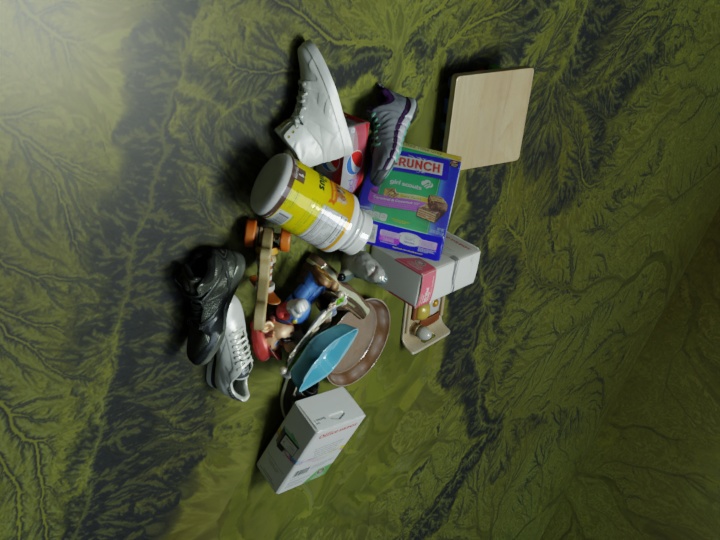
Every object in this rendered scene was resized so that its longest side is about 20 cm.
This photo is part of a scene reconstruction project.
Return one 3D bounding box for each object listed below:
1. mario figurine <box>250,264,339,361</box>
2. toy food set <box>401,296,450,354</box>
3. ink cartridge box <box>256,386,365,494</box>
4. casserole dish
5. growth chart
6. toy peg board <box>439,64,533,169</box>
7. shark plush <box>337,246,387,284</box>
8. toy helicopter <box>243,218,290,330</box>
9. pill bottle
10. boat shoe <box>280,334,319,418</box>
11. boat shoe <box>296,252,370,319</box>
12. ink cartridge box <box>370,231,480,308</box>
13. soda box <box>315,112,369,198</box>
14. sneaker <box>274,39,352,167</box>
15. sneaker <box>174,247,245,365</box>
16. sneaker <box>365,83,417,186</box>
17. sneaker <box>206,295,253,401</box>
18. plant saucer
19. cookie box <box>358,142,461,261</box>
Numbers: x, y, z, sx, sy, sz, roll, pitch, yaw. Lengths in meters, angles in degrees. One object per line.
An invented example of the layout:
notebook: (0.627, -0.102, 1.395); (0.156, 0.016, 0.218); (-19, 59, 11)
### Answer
mario figurine: (-0.114, 0.093, 1.682); (0.200, 0.106, 0.123); (-47, 127, 6)
toy food set: (0.166, 0.078, 2.101); (0.142, 0.060, 0.203); (-24, 131, -41)
ink cartridge box: (-0.101, 0.341, 1.869); (0.144, 0.084, 0.201); (-11, 141, -48)
casserole dish: (-0.070, 0.155, 1.720); (0.122, 0.039, 0.200); (-57, 167, 19)
growth chart: (-0.087, 0.121, 1.714); (0.201, 0.018, 0.145); (-53, 172, 0)
toy peg board: (0.238, -0.327, 1.913); (0.196, 0.098, 0.203); (-13, 123, -28)
shark plush: (0.000, 0.000, 1.759); (0.200, 0.082, 0.092); (148, -34, -77)
toy helicopter: (-0.166, 0.020, 1.566); (0.133, 0.077, 0.202); (103, -9, -50)
pill bottle: (-0.077, -0.103, 1.543); (0.198, 0.109, 0.110); (29, 90, -30)
boat shoe: (-0.111, 0.228, 1.851); (0.073, 0.060, 0.203); (-16, 125, -47)
boat shoe: (-0.058, 0.047, 1.791); (0.075, 0.074, 0.202); (-51, 131, -7)
ink cartridge box: (0.133, -0.012, 1.923); (0.198, 0.146, 0.084); (-19, 129, -43)
soda box: (-0.038, -0.175, 1.663); (0.063, 0.069, 0.203); (-23, 130, -45)
sneaker: (-0.094, -0.266, 1.527); (0.114, 0.074, 0.203); (-22, 110, -9)
sneaker: (-0.268, 0.056, 1.528); (0.113, 0.076, 0.203); (11, 101, -52)
sneaker: (0.034, -0.243, 1.662); (0.074, 0.087, 0.202); (-49, -163, 56)
sneaker: (-0.222, 0.135, 1.632); (0.076, 0.080, 0.203); (-24, 129, -38)
plant saucer: (-0.015, 0.145, 1.941); (0.199, 0.034, 0.203); (-29, 132, -37)
cookie box: (0.087, -0.134, 1.696); (0.076, 0.168, 0.202); (98, 6, -54)
